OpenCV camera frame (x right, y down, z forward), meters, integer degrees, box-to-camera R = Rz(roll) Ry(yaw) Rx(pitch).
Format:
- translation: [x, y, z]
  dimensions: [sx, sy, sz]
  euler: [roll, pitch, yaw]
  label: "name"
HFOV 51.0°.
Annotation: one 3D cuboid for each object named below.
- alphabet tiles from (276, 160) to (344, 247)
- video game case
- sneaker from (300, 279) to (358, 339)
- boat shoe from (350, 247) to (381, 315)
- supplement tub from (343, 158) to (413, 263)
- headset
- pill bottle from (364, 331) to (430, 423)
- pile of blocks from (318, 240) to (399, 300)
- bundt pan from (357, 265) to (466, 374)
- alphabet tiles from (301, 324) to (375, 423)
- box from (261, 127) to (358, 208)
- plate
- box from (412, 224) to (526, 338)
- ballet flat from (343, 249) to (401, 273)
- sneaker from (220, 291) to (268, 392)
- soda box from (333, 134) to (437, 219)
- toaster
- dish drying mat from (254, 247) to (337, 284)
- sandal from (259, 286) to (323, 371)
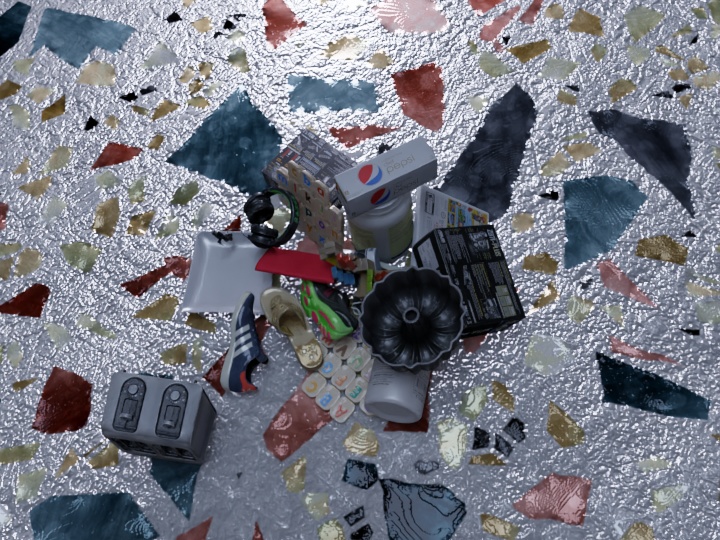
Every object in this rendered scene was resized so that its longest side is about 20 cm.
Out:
- translation: [-0.107, -0.136, 1.613]
  dimensions: [0.199, 0.198, 0.015]
  euler: [38, 60, 26]
  label: "alphabet tiles"
- translation: [0.189, -0.062, 1.577]
  dimensions: [0.178, 0.023, 0.205]
  euler: [20, 59, -22]
  label: "video game case"
- translation: [-0.068, 0.069, 1.571]
  dimensions: [0.082, 0.078, 0.201]
  euler: [-3, 42, -32]
  label: "sneaker"
- translation: [0.013, 0.059, 1.523]
  dimensions: [0.066, 0.073, 0.205]
  euler: [-8, 93, 14]
  label: "boat shoe"
- translation: [0.039, -0.122, 1.583]
  dimensions: [0.141, 0.201, 0.148]
  euler: [-3, 60, 5]
  label: "supplement tub"
- translation: [-0.222, -0.104, 1.616]
  dimensions: [0.197, 0.093, 0.127]
  euler: [-21, 70, 29]
  label: "headset"
- translation: [0.081, 0.177, 1.447]
  dimensions: [0.111, 0.115, 0.204]
  euler: [9, 62, 12]
  label: "pill bottle"
- translation: [-0.010, 0.006, 1.471]
  dimensions: [0.197, 0.062, 0.084]
  euler: [24, 90, 24]
  label: "pile of blocks"
- translation: [0.099, 0.098, 1.373]
  dimensions: [0.196, 0.076, 0.206]
  euler: [-8, 57, 13]
  label: "bundt pan"
- translation: [-0.018, 0.198, 1.520]
  dimensions: [0.199, 0.015, 0.196]
  euler: [36, 72, 23]
  label: "alphabet tiles"
- translation: [-0.106, -0.220, 1.744]
  dimensions: [0.198, 0.050, 0.158]
  euler: [35, 71, 24]
  label: "box"
- translation: [-0.279, 0.008, 1.652]
  dimensions: [0.194, 0.033, 0.204]
  euler: [1, 62, 8]
  label: "plate"
- translation: [0.211, 0.022, 1.482]
  dimensions: [0.160, 0.086, 0.205]
  euler: [-6, 71, -33]
  label: "box"
- translation: [0.000, 0.000, 1.590]
  dimensions: [0.195, 0.070, 0.071]
  euler: [14, 63, 13]
  label: "ballet flat"
- translation: [-0.222, 0.148, 1.536]
  dimensions: [0.082, 0.075, 0.206]
  euler: [7, 81, 9]
  label: "sneaker"
- translation: [0.050, -0.180, 1.461]
  dimensions: [0.196, 0.064, 0.069]
  euler: [-26, 61, -7]
  label: "soda box"
- translation: [-0.377, 0.282, 1.433]
  dimensions: [0.176, 0.201, 0.121]
  euler: [9, 64, 3]
  label: "toaster"
- translation: [-0.124, -0.010, 1.583]
  dimensions: [0.195, 0.019, 0.077]
  euler: [10, 41, 26]
  label: "dish drying mat"
- translation: [-0.139, 0.101, 1.533]
  dimensions: [0.077, 0.070, 0.213]
  euler: [-29, 65, -14]
  label: "sandal"
